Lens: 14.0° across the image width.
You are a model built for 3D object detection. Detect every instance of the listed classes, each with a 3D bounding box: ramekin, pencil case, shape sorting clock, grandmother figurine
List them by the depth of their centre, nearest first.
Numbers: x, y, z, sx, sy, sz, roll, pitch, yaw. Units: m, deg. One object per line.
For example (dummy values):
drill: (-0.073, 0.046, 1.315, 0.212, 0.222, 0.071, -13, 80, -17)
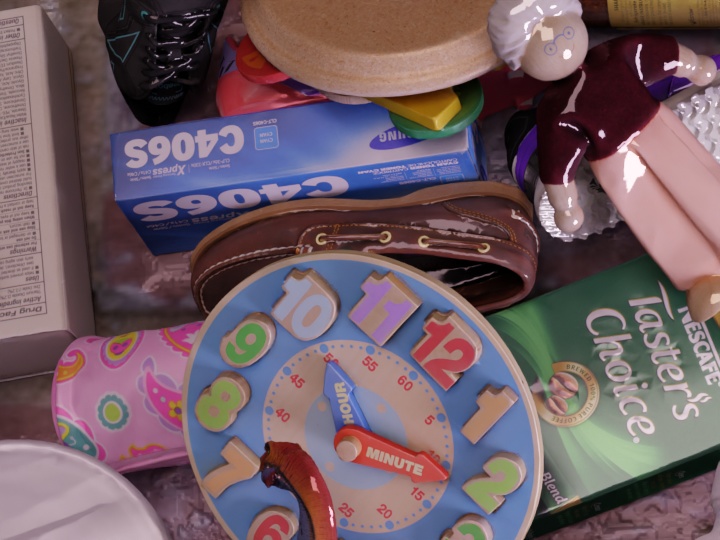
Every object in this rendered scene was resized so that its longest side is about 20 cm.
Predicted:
shape sorting clock: (-0.002, 0.086, 1.505, 0.199, 0.039, 0.201, 6, 107, 18)
grandmother figurine: (0.141, -0.075, 1.537, 0.200, 0.060, 0.121, 47, 69, -15)
ramekin: (-0.180, 0.199, 1.580, 0.201, 0.094, 0.204, -3, 72, 9)
pencil case: (-0.067, 0.067, 1.587, 0.199, 0.087, 0.088, -6, 70, 22)

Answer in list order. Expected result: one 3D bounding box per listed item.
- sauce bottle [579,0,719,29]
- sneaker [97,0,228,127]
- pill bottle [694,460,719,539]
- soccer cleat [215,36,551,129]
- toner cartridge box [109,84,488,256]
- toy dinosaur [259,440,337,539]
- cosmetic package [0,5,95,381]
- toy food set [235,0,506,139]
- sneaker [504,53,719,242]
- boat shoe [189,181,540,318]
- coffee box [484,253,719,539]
sauce bottle: (0.149, -0.168, 1.657, 0.199, 0.066, 0.066, 1, 72, 11)
sneaker: (-0.100, -0.139, 1.633, 0.075, 0.200, 0.080, -3, 78, -12)
pill bottle: (0.208, 0.202, 1.498, 0.115, 0.116, 0.201, 11, 74, 14)
soccer cleat: (0.014, -0.116, 1.668, 0.199, 0.067, 0.077, -12, 66, 9)
toner cartridge box: (-0.032, -0.056, 1.638, 0.199, 0.095, 0.043, -8, 71, 8)
toy dinosaur: (-0.023, 0.180, 1.517, 0.199, 0.105, 0.182, 15, 117, -18)
cosmetic package: (-0.214, -0.041, 1.677, 0.103, 0.073, 0.201, -9, 71, 8)
toy food set: (0.024, -0.160, 1.616, 0.199, 0.049, 0.198, 28, 59, 33)
sneaker: (0.168, -0.096, 1.629, 0.199, 0.070, 0.100, -22, 40, -12)
boat shoe: (0.000, 0.000, 1.613, 0.199, 0.071, 0.071, -12, 43, 12)
coffee box: (0.126, 0.067, 1.594, 0.199, 0.044, 0.124, -20, 68, 3)
